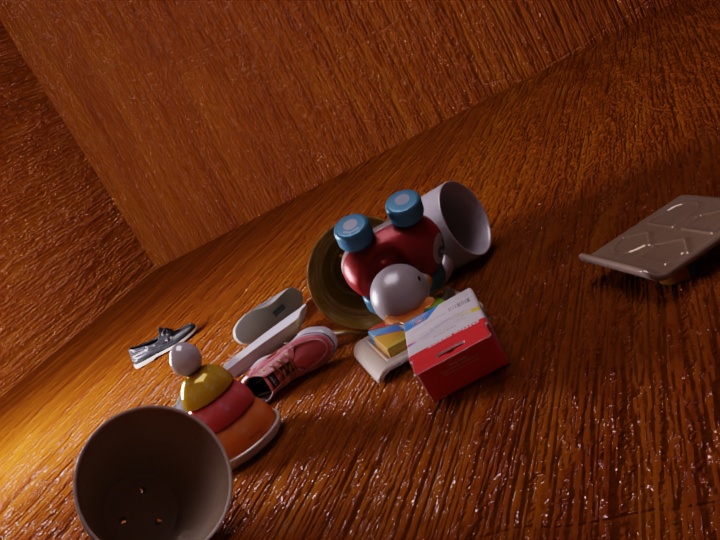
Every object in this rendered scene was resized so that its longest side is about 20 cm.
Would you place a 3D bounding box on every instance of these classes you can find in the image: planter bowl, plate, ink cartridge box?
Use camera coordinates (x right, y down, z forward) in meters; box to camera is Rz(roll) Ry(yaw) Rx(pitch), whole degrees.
[{"bbox_3d":[0.000,0.000,1.490,0.199,0.202,0.083,-31,10,-2],"label":"planter bowl"},{"bbox_3d":[-0.187,0.148,1.646,0.199,0.032,0.200,-36,4,4],"label":"plate"},{"bbox_3d":[0.127,0.104,1.123,0.115,0.068,0.200,-29,13,8],"label":"ink cartridge box"}]

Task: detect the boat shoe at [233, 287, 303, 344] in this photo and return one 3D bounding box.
[{"bbox_3d":[-0.212,0.109,1.859,0.200,0.070,0.071,-37,3,-37],"label":"boat shoe"}]

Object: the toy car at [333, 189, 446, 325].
[{"bbox_3d":[0.072,0.014,1.318,0.175,0.185,0.201,-25,41,-1],"label":"toy car"}]

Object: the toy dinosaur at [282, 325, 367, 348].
[{"bbox_3d":[-0.090,0.129,1.521,0.199,0.059,0.101,-18,17,43],"label":"toy dinosaur"}]

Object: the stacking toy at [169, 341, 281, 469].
[{"bbox_3d":[-0.225,0.193,1.272,0.145,0.201,0.146,-28,13,7],"label":"stacking toy"}]

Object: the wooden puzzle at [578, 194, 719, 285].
[{"bbox_3d":[0.412,-0.037,1.082,0.198,0.047,0.185,-28,13,-8],"label":"wooden puzzle"}]

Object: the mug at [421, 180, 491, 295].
[{"bbox_3d":[0.129,-0.040,1.526,0.175,0.147,0.202,-29,41,39],"label":"mug"}]

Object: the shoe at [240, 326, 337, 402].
[{"bbox_3d":[-0.128,0.171,1.437,0.199,0.072,0.091,-29,14,30],"label":"shoe"}]

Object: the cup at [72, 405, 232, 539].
[{"bbox_3d":[-0.282,0.300,1.097,0.200,0.200,0.143,-40,-8,-37],"label":"cup"}]

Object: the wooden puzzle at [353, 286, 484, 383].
[{"bbox_3d":[0.085,0.092,1.322,0.199,0.037,0.185,-33,14,-7],"label":"wooden puzzle"}]

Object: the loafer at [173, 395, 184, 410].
[{"bbox_3d":[-0.314,0.242,1.569,0.069,0.071,0.200,-18,17,14],"label":"loafer"}]

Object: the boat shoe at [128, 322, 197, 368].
[{"bbox_3d":[-0.541,0.187,2.258,0.198,0.067,0.075,-30,13,1],"label":"boat shoe"}]
